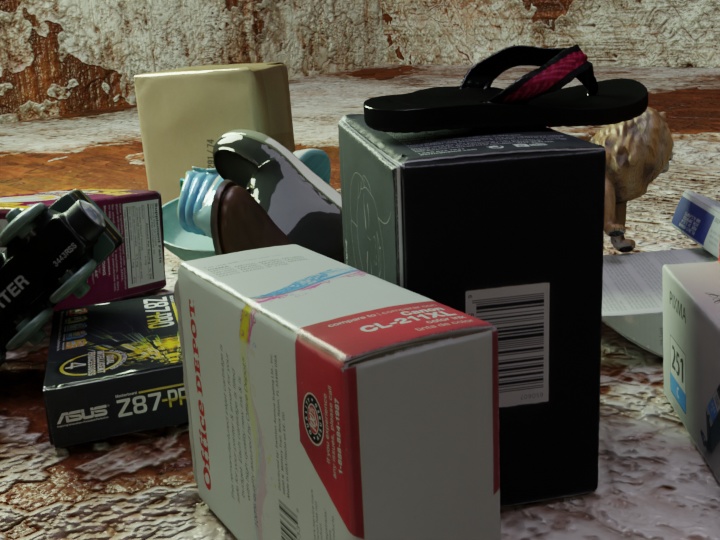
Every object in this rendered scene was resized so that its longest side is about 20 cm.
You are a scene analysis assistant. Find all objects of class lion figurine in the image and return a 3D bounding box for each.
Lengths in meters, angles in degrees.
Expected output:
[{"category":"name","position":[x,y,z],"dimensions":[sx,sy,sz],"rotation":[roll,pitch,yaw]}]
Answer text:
[{"category":"lion figurine","position":[0.194,-0.069,0.904],"dimensions":[0.197,0.125,0.072],"rotation":[-17,-28,31]}]

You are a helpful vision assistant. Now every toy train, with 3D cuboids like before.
[{"category":"toy train","position":[-0.274,0.016,0.787],"dimensions":[0.200,0.085,0.114],"rotation":[-43,8,7]}]

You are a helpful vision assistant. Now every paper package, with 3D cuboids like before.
[{"category":"paper package","position":[-0.184,-0.162,1.279],"dimensions":[0.187,0.204,0.103],"rotation":[1,16,22]}]

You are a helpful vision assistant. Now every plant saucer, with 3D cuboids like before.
[{"category":"plant saucer","position":[-0.143,-0.047,1.132],"dimensions":[0.195,0.037,0.201],"rotation":[-1,25,1]}]

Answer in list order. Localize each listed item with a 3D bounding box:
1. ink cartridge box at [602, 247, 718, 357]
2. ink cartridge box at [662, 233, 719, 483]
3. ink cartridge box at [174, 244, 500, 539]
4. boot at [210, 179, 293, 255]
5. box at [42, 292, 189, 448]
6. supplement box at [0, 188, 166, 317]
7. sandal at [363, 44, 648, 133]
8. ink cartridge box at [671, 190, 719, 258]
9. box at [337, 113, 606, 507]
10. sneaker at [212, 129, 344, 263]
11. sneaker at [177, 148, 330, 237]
[{"category":"ink cartridge box","position":[0.211,0.030,0.803],"dimensions":[0.195,0.048,0.160],"rotation":[-7,16,4]},{"category":"ink cartridge box","position":[0.219,0.026,0.565],"dimensions":[0.044,0.180,0.200],"rotation":[-3,16,3]},{"category":"ink cartridge box","position":[-0.019,0.078,0.505],"dimensions":[0.081,0.149,0.199],"rotation":[-11,18,-28]},{"category":"boot","position":[0.000,0.000,0.754],"dimensions":[0.196,0.187,0.065],"rotation":[3,56,24]},{"category":"box","position":[-0.159,0.066,0.764],"dimensions":[0.158,0.050,0.200],"rotation":[-7,14,-13]},{"category":"supplement box","position":[-0.300,-0.021,0.961],"dimensions":[0.128,0.106,0.199],"rotation":[2,9,25]},{"category":"sandal","position":[0.094,-0.111,0.583],"dimensions":[0.196,0.046,0.075],"rotation":[-7,17,-26]},{"category":"ink cartridge box","position":[0.383,-0.001,0.816],"dimensions":[0.196,0.044,0.197],"rotation":[19,14,-7]},{"category":"box","position":[0.060,0.011,0.616],"dimensions":[0.121,0.204,0.197],"rotation":[-5,16,-10]},{"category":"sneaker","position":[-0.095,-0.057,0.938],"dimensions":[0.199,0.076,0.106],"rotation":[34,60,28]},{"category":"sneaker","position":[-0.126,-0.094,1.095],"dimensions":[0.128,0.081,0.199],"rotation":[13,28,26]}]
